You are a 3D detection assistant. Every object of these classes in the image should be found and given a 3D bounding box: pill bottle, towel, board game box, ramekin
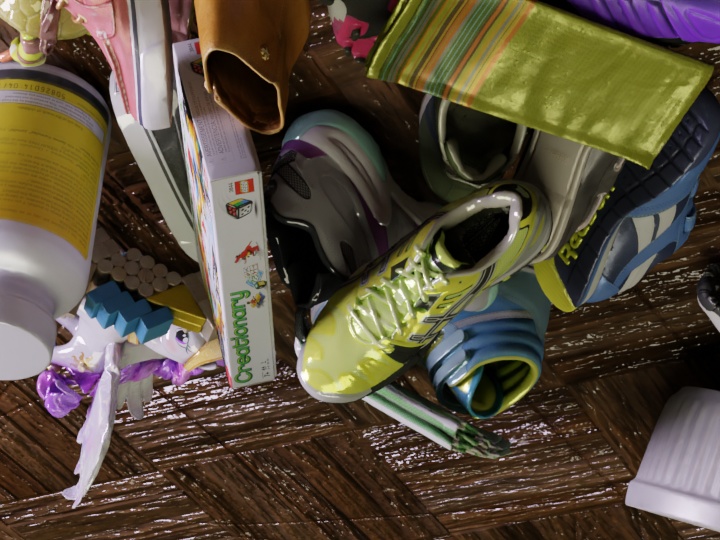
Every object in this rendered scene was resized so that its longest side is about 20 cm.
[{"bbox_3d":[-0.233,-0.033,1.308,0.112,0.200,0.112,3,148,2],"label":"pill bottle"},{"bbox_3d":[0.033,0.099,1.491,0.152,0.023,0.200,28,180,17],"label":"towel"},{"bbox_3d":[-0.087,-0.035,1.257,0.035,0.126,0.200,-11,139,-8],"label":"board game box"},{"bbox_3d":[0.108,-0.121,1.174,0.200,0.018,0.086,17,131,-19],"label":"towel"},{"bbox_3d":[0.318,0.162,1.535,0.200,0.105,0.200,16,175,1],"label":"ramekin"}]

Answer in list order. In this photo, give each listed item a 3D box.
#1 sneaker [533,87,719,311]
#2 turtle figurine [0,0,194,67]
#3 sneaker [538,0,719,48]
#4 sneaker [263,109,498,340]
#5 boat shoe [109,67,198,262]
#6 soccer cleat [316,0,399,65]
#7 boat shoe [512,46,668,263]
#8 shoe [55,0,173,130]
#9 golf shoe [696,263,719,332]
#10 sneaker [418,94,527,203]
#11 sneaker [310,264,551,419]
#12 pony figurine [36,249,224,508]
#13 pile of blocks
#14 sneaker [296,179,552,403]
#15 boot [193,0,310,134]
[{"bbox_3d":[0.195,-0.054,1.339,0.082,0.074,0.200,-5,144,-36],"label":"sneaker"},{"bbox_3d":[-0.185,-0.175,1.226,0.161,0.064,0.200,9,144,-5],"label":"turtle figurine"},{"bbox_3d":[0.180,-0.168,1.185,0.200,0.070,0.100,20,140,-5],"label":"sneaker"},{"bbox_3d":[0.000,0.000,1.349,0.200,0.140,0.078,40,149,-20],"label":"sneaker"},{"bbox_3d":[-0.109,-0.071,1.353,0.064,0.071,0.200,-9,144,13],"label":"boat shoe"},{"bbox_3d":[0.005,-0.190,1.188,0.070,0.086,0.200,-7,166,11],"label":"soccer cleat"},{"bbox_3d":[0.150,-0.095,1.285,0.067,0.057,0.200,35,119,18],"label":"boat shoe"},{"bbox_3d":[-0.164,-0.176,1.152,0.091,0.071,0.200,-6,116,-1],"label":"shoe"},{"bbox_3d":[0.310,0.065,1.483,0.200,0.078,0.094,32,137,-30],"label":"golf shoe"},{"bbox_3d":[0.072,-0.088,1.288,0.067,0.090,0.200,10,144,-1],"label":"sneaker"},{"bbox_3d":[0.048,0.056,1.459,0.200,0.131,0.080,-12,141,24],"label":"sneaker"},{"bbox_3d":[-0.202,0.060,1.501,0.200,0.167,0.193,29,129,-5],"label":"pony figurine"},{"bbox_3d":[-0.189,0.018,1.397,0.200,0.082,0.062,24,146,-3],"label":"pile of blocks"},{"bbox_3d":[0.034,0.006,1.255,0.200,0.075,0.076,-43,165,1],"label":"sneaker"},{"bbox_3d":[-0.078,-0.185,1.130,0.071,0.144,0.201,-10,141,19],"label":"boot"}]
